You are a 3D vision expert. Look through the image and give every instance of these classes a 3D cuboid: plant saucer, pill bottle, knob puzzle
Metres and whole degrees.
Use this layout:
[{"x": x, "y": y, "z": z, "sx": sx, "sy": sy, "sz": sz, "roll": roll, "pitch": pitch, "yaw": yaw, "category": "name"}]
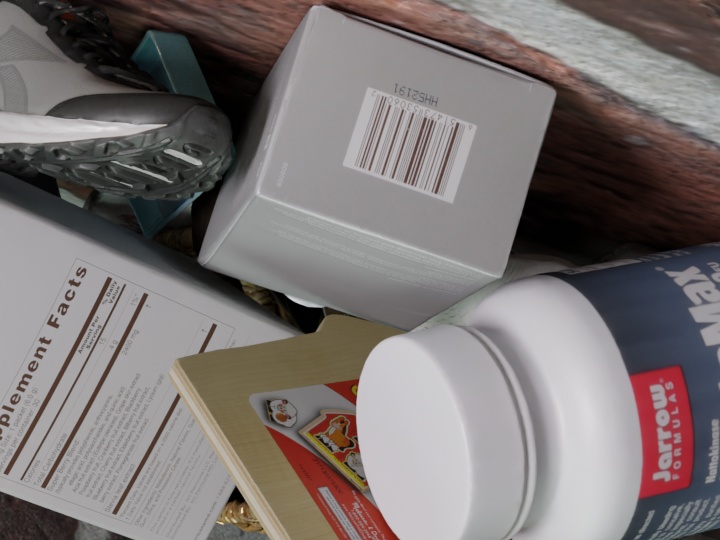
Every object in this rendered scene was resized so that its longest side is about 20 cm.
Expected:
[{"x": -0.090, "y": -0.060, "z": 1.187, "sx": 0.019, "sy": 0.070, "sz": 0.200, "roll": -24, "pitch": 179, "yaw": -14, "category": "plant saucer"}, {"x": 0.107, "y": 0.056, "z": 1.083, "sx": 0.200, "sy": 0.120, "sz": 0.120, "roll": -10, "pitch": -177, "yaw": -28, "category": "pill bottle"}, {"x": 0.034, "y": 0.100, "z": 1.114, "sx": 0.219, "sy": 0.220, "sz": 0.030, "roll": 20, "pitch": 126, "yaw": -16, "category": "knob puzzle"}]

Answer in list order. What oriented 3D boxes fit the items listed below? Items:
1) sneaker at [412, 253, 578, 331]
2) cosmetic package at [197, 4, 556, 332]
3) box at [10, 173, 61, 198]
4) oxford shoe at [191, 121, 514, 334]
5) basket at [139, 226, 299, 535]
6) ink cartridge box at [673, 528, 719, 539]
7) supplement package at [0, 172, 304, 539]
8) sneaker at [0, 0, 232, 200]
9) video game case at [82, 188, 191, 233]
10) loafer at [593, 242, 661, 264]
[{"x": 0.063, "y": 0.043, "z": 1.258, "sx": 0.088, "sy": 0.075, "sz": 0.200, "roll": -14, "pitch": 163, "yaw": -40, "category": "sneaker"}, {"x": 0.002, "y": -0.036, "z": 1.087, "sx": 0.107, "sy": 0.090, "sz": 0.200, "roll": 18, "pitch": 172, "yaw": -9, "category": "cosmetic package"}, {"x": -0.229, "y": -0.026, "z": 1.355, "sx": 0.141, "sy": 0.079, "sz": 0.200, "roll": -20, "pitch": 174, "yaw": -9, "category": "box"}, {"x": 0.000, "y": 0.000, "z": 1.275, "sx": 0.200, "sy": 0.085, "sz": 0.073, "roll": 21, "pitch": 167, "yaw": -27, "category": "oxford shoe"}, {"x": -0.066, "y": 0.065, "z": 1.424, "sx": 0.149, "sy": 0.143, "sz": 0.200, "roll": 22, "pitch": 168, "yaw": -28, "category": "basket"}, {"x": 0.128, "y": 0.156, "z": 1.255, "sx": 0.147, "sy": 0.083, "sz": 0.200, "roll": 20, "pitch": -172, "yaw": -10, "category": "ink cartridge box"}, {"x": -0.148, "y": 0.031, "z": 1.175, "sx": 0.200, "sy": 0.120, "sz": 0.121, "roll": 26, "pitch": -176, "yaw": -40, "category": "supplement package"}, {"x": -0.121, "y": -0.076, "z": 1.062, "sx": 0.074, "sy": 0.079, "sz": 0.200, "roll": 21, "pitch": 176, "yaw": -41, "category": "sneaker"}, {"x": -0.049, "y": -0.014, "z": 1.439, "sx": 0.200, "sy": 0.024, "sz": 0.182, "roll": 19, "pitch": 169, "yaw": -10, "category": "video game case"}, {"x": 0.184, "y": 0.063, "z": 1.217, "sx": 0.200, "sy": 0.070, "sz": 0.070, "roll": 39, "pitch": 167, "yaw": -5, "category": "loafer"}]
